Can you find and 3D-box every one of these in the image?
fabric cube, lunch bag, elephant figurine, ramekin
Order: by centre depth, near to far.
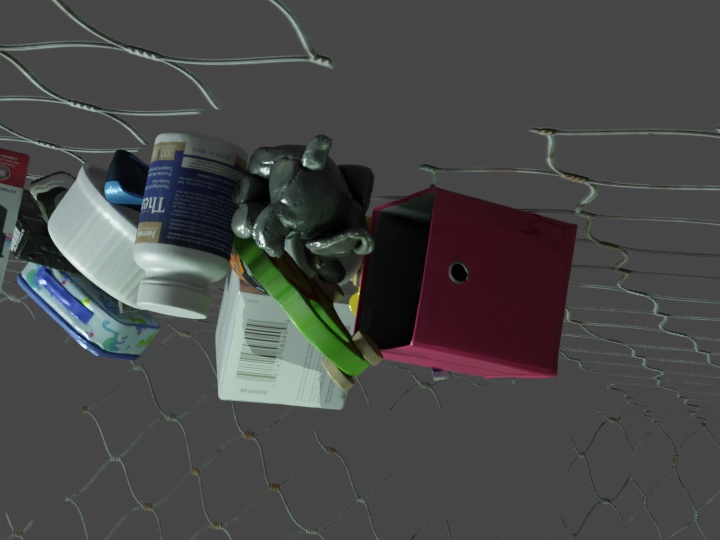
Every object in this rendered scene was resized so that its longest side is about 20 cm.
[{"bbox_3d":[-0.037,-0.063,1.497,0.200,0.142,0.155,24,178,-37],"label":"elephant figurine"},{"bbox_3d":[0.126,0.024,1.636,0.199,0.197,0.200,14,170,-20],"label":"fabric cube"},{"bbox_3d":[-0.310,-0.040,1.711,0.200,0.098,0.200,40,-173,-6],"label":"ramekin"},{"bbox_3d":[-0.414,0.050,1.984,0.200,0.083,0.161,40,-174,17],"label":"lunch bag"}]

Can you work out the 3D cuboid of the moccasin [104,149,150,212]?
[{"bbox_3d":[-0.245,-0.104,1.660,0.080,0.068,0.200,-2,168,21],"label":"moccasin"}]

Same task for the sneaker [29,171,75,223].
[{"bbox_3d":[-0.411,-0.079,1.893,0.074,0.080,0.200,-18,166,12],"label":"sneaker"}]

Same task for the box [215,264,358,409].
[{"bbox_3d":[-0.107,0.076,1.970,0.199,0.199,0.171,6,-149,-13],"label":"box"}]

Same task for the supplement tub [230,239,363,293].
[{"bbox_3d":[-0.092,-0.030,1.768,0.122,0.123,0.200,15,170,-29],"label":"supplement tub"}]

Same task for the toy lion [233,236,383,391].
[{"bbox_3d":[-0.076,0.028,1.569,0.192,0.069,0.200,43,-171,-45],"label":"toy lion"}]

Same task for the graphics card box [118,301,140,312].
[{"bbox_3d":[-0.311,0.000,1.988,0.125,0.051,0.200,-6,-159,-13],"label":"graphics card box"}]

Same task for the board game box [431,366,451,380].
[{"bbox_3d":[0.096,0.047,1.805,0.032,0.201,0.120,-9,170,-1],"label":"board game box"}]

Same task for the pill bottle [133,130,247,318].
[{"bbox_3d":[-0.199,-0.051,1.506,0.111,0.201,0.111,9,170,2],"label":"pill bottle"}]

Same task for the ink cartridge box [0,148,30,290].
[{"bbox_3d":[-0.535,-0.068,1.752,0.145,0.201,0.083,13,171,-19],"label":"ink cartridge box"}]

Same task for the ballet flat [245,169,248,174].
[{"bbox_3d":[-0.097,-0.089,1.617,0.199,0.071,0.071,10,171,9],"label":"ballet flat"}]

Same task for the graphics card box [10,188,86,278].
[{"bbox_3d":[-0.475,-0.063,1.943,0.125,0.051,0.200,19,-167,-39],"label":"graphics card box"}]

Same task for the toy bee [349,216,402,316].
[{"bbox_3d":[0.000,0.000,1.811,0.108,0.131,0.200,2,169,-2],"label":"toy bee"}]
